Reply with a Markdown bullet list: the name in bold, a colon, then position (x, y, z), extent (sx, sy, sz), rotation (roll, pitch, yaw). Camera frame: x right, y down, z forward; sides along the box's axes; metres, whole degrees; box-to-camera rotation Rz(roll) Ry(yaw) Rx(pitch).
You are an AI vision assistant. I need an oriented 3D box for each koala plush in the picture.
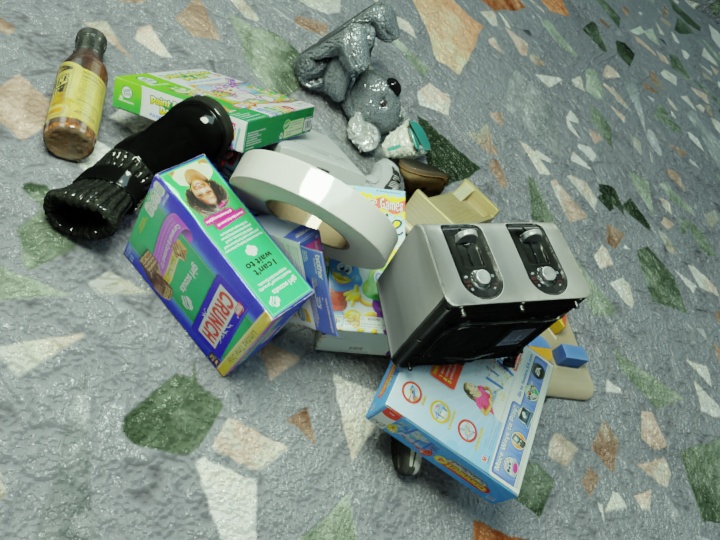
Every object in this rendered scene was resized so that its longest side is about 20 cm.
- **koala plush**: position (0.001, -0.316, 1.166), extent (0.201, 0.183, 0.178), rotation (55, 41, -21)

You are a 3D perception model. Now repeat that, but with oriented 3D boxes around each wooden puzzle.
- **wooden puzzle**: position (0.310, 0.111, 1.146), extent (0.184, 0.046, 0.201), rotation (12, 54, -30)

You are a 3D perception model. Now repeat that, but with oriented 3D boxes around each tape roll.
- **tape roll**: position (-0.053, -0.064, 0.765), extent (0.202, 0.203, 0.037), rotation (30, 78, -15)

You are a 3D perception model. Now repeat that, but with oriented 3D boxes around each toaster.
- **toaster**: position (0.128, 0.032, 0.778), extent (0.179, 0.200, 0.119), rotation (-2, 61, -21)

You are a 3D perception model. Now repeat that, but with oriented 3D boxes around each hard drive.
- **hard drive**: position (-0.080, -0.180, 1.006), extent (0.131, 0.027, 0.200), rotation (16, 20, -25)

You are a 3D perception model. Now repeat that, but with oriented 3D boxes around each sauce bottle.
- **sauce bottle**: position (-0.365, -0.236, 0.886), extent (0.066, 0.066, 0.201), rotation (15, 50, -28)

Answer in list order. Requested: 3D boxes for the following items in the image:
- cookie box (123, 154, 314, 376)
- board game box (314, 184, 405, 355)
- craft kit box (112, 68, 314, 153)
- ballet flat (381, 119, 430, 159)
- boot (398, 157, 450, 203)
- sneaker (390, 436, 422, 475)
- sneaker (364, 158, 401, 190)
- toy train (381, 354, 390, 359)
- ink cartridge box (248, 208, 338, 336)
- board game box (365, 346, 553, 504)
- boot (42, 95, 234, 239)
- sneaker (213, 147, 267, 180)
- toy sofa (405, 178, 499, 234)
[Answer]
- **cookie box**: position (-0.169, 0.000, 0.785), extent (0.200, 0.171, 0.075), rotation (50, 49, 4)
- **board game box**: position (0.000, 0.000, 0.908), extent (0.104, 0.103, 0.202), rotation (5, 68, -10)
- **craft kit box**: position (-0.191, -0.223, 0.922), extent (0.196, 0.049, 0.200), rotation (18, 24, 14)
- **ballet flat**: position (0.075, -0.224, 1.183), extent (0.072, 0.072, 0.200), rotation (47, 17, 1)
- **boot**: position (0.098, -0.134, 1.091), extent (0.073, 0.076, 0.200), rotation (28, 9, 15)
- **sneaker**: position (0.112, 0.179, 0.901), extent (0.115, 0.076, 0.202), rotation (18, 64, -11)
- **sneaker**: position (-0.007, -0.120, 1.055), extent (0.114, 0.075, 0.201), rotation (30, 50, -19)
- **toy train**: position (0.038, 0.090, 0.969), extent (0.200, 0.042, 0.056), rotation (45, 55, -1)
- **ink cartridge box**: position (-0.099, -0.005, 0.803), extent (0.199, 0.120, 0.042), rotation (20, 41, 38)
- **board game box**: position (0.132, 0.151, 0.856), extent (0.195, 0.056, 0.201), rotation (35, 52, -7)
- **boot**: position (-0.255, -0.115, 0.791), extent (0.080, 0.210, 0.158), rotation (56, 36, -20)
- **sneaker**: position (-0.185, -0.163, 0.924), extent (0.199, 0.095, 0.080), rotation (15, 89, -28)
- **toy sofa**: position (0.132, -0.075, 1.072), extent (0.083, 0.098, 0.200), rotation (45, 30, 15)
